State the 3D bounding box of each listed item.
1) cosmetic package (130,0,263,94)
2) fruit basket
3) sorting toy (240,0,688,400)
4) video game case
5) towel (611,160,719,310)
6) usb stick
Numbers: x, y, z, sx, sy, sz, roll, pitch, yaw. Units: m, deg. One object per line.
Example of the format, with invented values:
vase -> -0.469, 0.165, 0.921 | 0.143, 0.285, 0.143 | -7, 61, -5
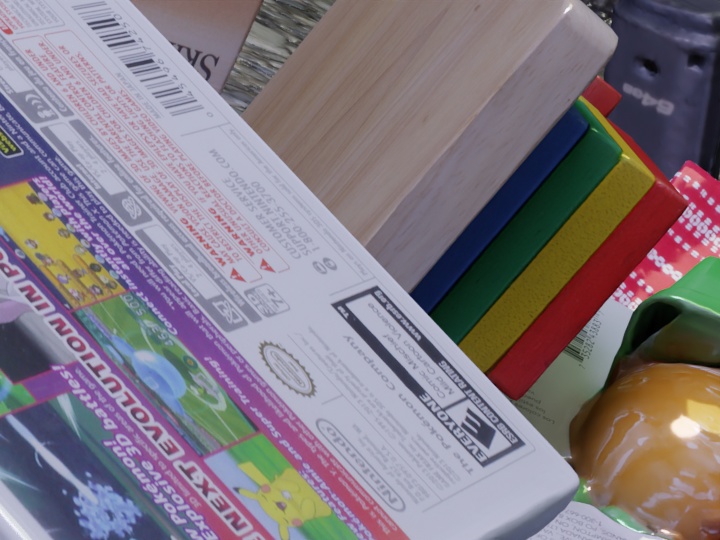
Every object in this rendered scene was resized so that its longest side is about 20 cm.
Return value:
cosmetic package -> -0.101, -0.095, 0.980 | 0.103, 0.201, 0.087 | 13, 18, -39
fruit basket -> 0.114, 0.086, 0.766 | 0.185, 0.094, 0.200 | 21, 37, 3
sorting toy -> 0.000, 0.000, 0.815 | 0.070, 0.200, 0.199 | 38, 8, -17
video game case -> -0.061, 0.001, 0.602 | 0.200, 0.023, 0.182 | 47, 27, 13
towel -> 0.104, 0.056, 0.885 | 0.144, 0.023, 0.200 | 36, 53, 17
usb stick -> 0.103, -0.007, 1.039 | 0.033, 0.201, 0.055 | -13, 31, -34
